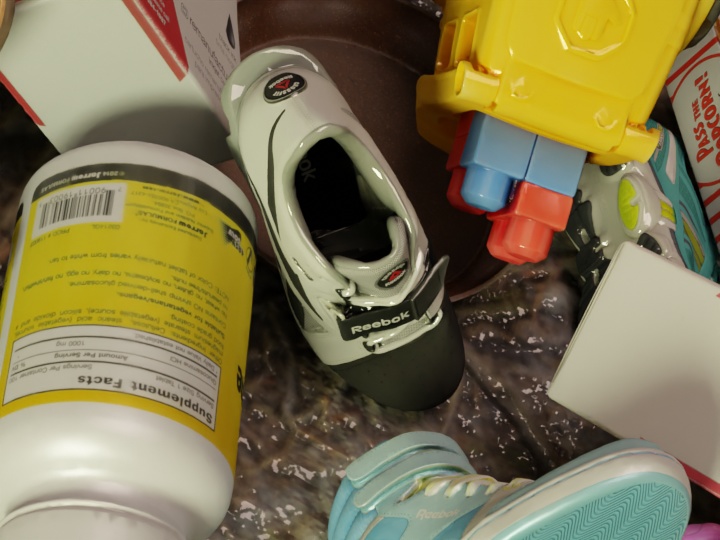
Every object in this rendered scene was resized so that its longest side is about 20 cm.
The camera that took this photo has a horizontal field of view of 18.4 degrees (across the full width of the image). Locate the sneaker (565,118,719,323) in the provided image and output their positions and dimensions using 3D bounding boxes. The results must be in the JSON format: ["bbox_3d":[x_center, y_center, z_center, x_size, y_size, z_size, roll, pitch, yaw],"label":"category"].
[{"bbox_3d":[0.159,0.001,1.145,0.079,0.077,0.202,12,55,-31],"label":"sneaker"}]

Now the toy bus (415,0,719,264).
[{"bbox_3d":[0.085,-0.101,1.098,0.135,0.200,0.194,17,89,-11],"label":"toy bus"}]

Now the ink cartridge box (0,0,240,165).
[{"bbox_3d":[-0.122,-0.161,1.067,0.083,0.145,0.201,-17,53,14],"label":"ink cartridge box"}]

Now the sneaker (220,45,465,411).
[{"bbox_3d":[0.000,0.000,1.011,0.074,0.201,0.089,-32,32,-4],"label":"sneaker"}]

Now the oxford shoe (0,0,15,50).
[{"bbox_3d":[-0.235,-0.085,0.948,0.071,0.199,0.072,32,43,-54],"label":"oxford shoe"}]

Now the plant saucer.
[{"bbox_3d":[-0.003,-0.060,1.137,0.198,0.035,0.202,11,55,-16],"label":"plant saucer"}]

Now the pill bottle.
[{"bbox_3d":[-0.106,0.054,0.966,0.111,0.113,0.201,14,54,-14],"label":"pill bottle"}]

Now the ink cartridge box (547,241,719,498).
[{"bbox_3d":[0.207,0.076,1.015,0.199,0.083,0.146,26,2,-41],"label":"ink cartridge box"}]

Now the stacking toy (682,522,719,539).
[{"bbox_3d":[0.137,0.150,0.947,0.116,0.200,0.110,36,52,-7],"label":"stacking toy"}]

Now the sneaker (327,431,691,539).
[{"bbox_3d":[0.051,0.102,0.957,0.079,0.200,0.131,32,33,-32],"label":"sneaker"}]

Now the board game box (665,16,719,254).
[{"bbox_3d":[0.262,-0.063,1.216,0.199,0.046,0.153,11,53,-34],"label":"board game box"}]
